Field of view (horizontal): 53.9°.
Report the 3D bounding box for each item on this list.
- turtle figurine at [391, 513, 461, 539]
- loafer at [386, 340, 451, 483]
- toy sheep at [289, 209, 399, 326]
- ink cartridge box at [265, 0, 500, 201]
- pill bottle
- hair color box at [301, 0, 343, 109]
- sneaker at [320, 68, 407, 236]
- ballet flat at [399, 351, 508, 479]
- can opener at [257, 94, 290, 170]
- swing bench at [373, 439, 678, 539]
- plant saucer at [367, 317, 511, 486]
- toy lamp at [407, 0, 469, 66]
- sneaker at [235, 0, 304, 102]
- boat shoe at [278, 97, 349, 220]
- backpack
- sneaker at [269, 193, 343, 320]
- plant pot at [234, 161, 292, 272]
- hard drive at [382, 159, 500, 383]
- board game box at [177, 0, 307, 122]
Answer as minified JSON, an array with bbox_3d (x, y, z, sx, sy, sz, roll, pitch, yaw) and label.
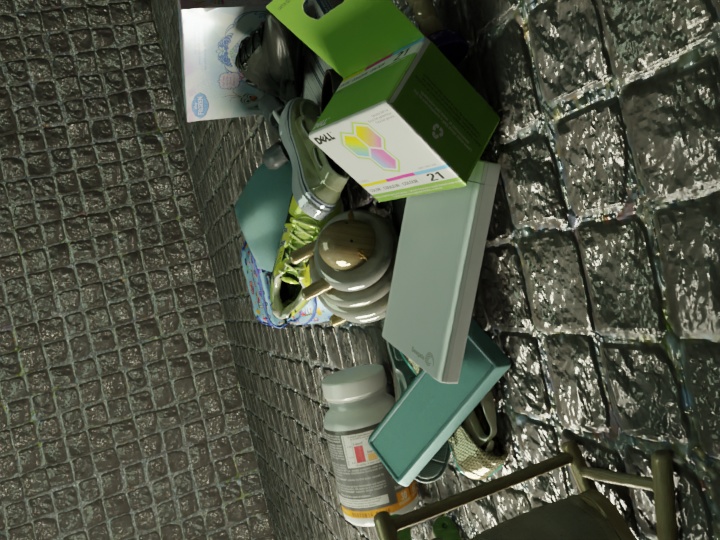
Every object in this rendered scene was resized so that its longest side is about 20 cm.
[{"bbox_3d":[0.069,0.429,0.935,0.142,0.200,0.198,23,129,23],"label":"turtle figurine"},{"bbox_3d":[0.072,0.151,0.869,0.063,0.070,0.205,65,-163,-84],"label":"loafer"},{"bbox_3d":[0.000,0.000,0.842,0.140,0.136,0.200,67,-172,25],"label":"toy sheep"},{"bbox_3d":[0.001,-0.158,0.621,0.199,0.077,0.147,39,161,-24],"label":"ink cartridge box"},{"bbox_3d":[0.010,0.246,1.012,0.116,0.114,0.205,-179,76,-71],"label":"pill bottle"},{"bbox_3d":[-0.030,-0.237,0.888,0.202,0.059,0.101,100,150,-51],"label":"hair color box"},{"bbox_3d":[0.015,-0.123,0.763,0.075,0.104,0.205,-150,50,-65],"label":"sneaker"},{"bbox_3d":[0.102,0.119,0.759,0.075,0.067,0.203,-44,64,44],"label":"ballet flat"},{"bbox_3d":[-0.117,-0.187,0.948,0.054,0.066,0.200,54,-179,-28],"label":"can opener"},{"bbox_3d":[0.138,0.255,0.516,0.130,0.194,0.205,152,104,-71],"label":"swing bench"},{"bbox_3d":[0.074,0.140,0.736,0.070,0.019,0.202,48,120,25],"label":"plant saucer"},{"bbox_3d":[0.041,-0.280,0.658,0.058,0.057,0.204,127,127,-67],"label":"toy lamp"},{"bbox_3d":[-0.115,-0.270,0.889,0.200,0.088,0.078,111,169,-75],"label":"sneaker"},{"bbox_3d":[-0.046,-0.141,0.811,0.062,0.071,0.203,-43,40,27],"label":"boat shoe"},{"bbox_3d":[-0.108,0.009,1.180,0.199,0.132,0.187,-171,68,-67],"label":"backpack"},{"bbox_3d":[-0.069,-0.024,0.888,0.077,0.074,0.204,-74,-3,-59],"label":"sneaker"},{"bbox_3d":[-0.100,-0.073,1.005,0.200,0.132,0.204,155,90,-87],"label":"plant pot"},{"bbox_3d":[0.073,-0.011,0.694,0.132,0.026,0.205,-148,65,-62],"label":"hard drive"},{"bbox_3d":[-0.150,-0.299,0.983,0.201,0.194,0.044,109,147,-57],"label":"board game box"}]
